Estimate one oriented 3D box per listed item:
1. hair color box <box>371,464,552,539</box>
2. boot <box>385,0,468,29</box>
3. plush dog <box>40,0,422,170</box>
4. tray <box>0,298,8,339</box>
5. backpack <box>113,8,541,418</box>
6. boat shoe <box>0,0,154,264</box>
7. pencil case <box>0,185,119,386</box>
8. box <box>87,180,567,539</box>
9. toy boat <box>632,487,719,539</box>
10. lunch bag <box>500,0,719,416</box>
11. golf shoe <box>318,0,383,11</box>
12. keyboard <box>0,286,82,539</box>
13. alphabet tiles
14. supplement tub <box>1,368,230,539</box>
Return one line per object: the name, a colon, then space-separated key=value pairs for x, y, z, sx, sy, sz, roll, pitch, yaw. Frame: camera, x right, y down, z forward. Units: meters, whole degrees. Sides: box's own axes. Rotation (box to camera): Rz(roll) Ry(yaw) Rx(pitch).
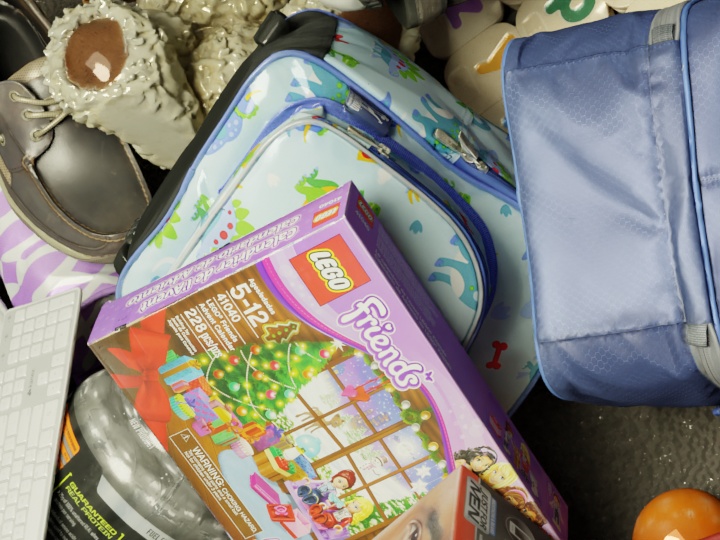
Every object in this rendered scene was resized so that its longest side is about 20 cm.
hair color box: x=-0.004 y=0.191 z=0.978 sx=0.200 sy=0.064 sz=0.111 roll=-42 pitch=18 yaw=25
boot: x=0.075 y=-0.212 z=1.116 sx=0.174 sy=0.069 sz=0.200 roll=-20 pitch=60 yaw=-6
plush dog: x=-0.067 y=-0.130 z=1.204 sx=0.199 sy=0.161 sz=0.172 roll=-7 pitch=57 yaw=2
tray: x=-0.233 y=0.041 z=1.281 sx=0.200 sy=0.022 sz=0.108 roll=47 pitch=125 yaw=48
backpack: x=0.000 y=0.000 z=1.064 sx=0.183 sy=0.200 sz=0.147 roll=-54 pitch=12 yaw=21
boat shoe: x=-0.178 y=-0.087 z=1.214 sx=0.074 sy=0.073 sz=0.200 roll=-30 pitch=63 yaw=-20
pencil case: x=-0.190 y=-0.031 z=1.273 sx=0.200 sy=0.084 sz=0.086 roll=58 pitch=138 yaw=29
box: x=-0.012 y=0.072 z=0.997 sx=0.137 sy=0.200 sz=0.039 roll=-26 pitch=23 yaw=19
toy boat: x=0.149 y=0.157 z=1.005 sx=0.200 sy=0.131 sz=0.131 roll=-23 pitch=37 yaw=25
lunch bag: x=0.157 y=-0.024 z=1.010 sx=0.132 sy=0.136 sz=0.201 roll=-12 pitch=81 yaw=27
golf shoe: x=-0.048 y=-0.167 z=1.088 sx=0.094 sy=0.078 sz=0.200 roll=-17 pitch=25 yaw=-9
keyboard: x=-0.177 y=0.102 z=1.132 sx=0.056 sy=0.011 sz=0.200 roll=-22 pitch=51 yaw=37
alphabet tiles: x=0.125 y=-0.145 z=1.138 sx=0.195 sy=0.015 sz=0.200 roll=-36 pitch=62 yaw=21
supplement tub: x=-0.140 y=0.137 z=1.176 sx=0.200 sy=0.122 sz=0.123 roll=-44 pitch=60 yaw=16
